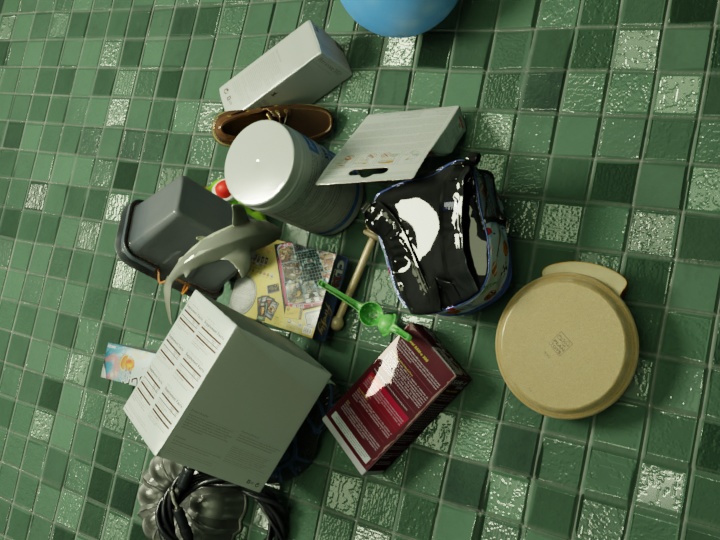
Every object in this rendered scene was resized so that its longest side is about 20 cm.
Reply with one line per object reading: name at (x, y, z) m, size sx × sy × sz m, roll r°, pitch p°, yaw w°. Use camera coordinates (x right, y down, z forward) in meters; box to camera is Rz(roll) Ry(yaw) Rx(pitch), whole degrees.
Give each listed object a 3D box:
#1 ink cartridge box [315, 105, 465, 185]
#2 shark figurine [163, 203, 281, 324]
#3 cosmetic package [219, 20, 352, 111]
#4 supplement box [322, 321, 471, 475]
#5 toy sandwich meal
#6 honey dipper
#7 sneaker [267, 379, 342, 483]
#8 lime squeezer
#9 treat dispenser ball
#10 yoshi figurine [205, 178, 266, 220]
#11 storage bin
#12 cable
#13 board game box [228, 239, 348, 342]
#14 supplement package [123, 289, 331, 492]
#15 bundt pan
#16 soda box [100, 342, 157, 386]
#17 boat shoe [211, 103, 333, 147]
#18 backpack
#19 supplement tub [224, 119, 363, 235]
ink cartridge box at (0.048, -0.167, 1.170) m, size 0.161 × 0.050 × 0.201 m, roll 0°, pitch 40°, yaw 30°
shark figurine at (-0.205, -0.012, 1.177) m, size 0.213 × 0.128 × 0.090 m, roll -31°, pitch 69°, yaw -9°
cosmetic package at (-0.124, -0.312, 1.338) m, size 0.199 × 0.101 × 0.075 m, roll -30°, pitch 67°, yaw 23°
supplement box at (0.050, 0.184, 1.153) m, size 0.200 × 0.061 × 0.109 m, roll -48°, pitch 60°, yaw 14°
toy sandwich meal at (0.269, 0.090, 1.046) m, size 0.204 × 0.070 × 0.207 m, roll -4°, pitch 83°, yaw 29°
honey dipper at (0.000, 0.000, 1.239) m, size 0.038 × 0.038 × 0.201 m, roll 25°, pitch 96°, yaw 32°
sneaker at (-0.100, 0.240, 1.235) m, size 0.201 × 0.075 × 0.077 m, roll -54°, pitch 36°, yaw 10°
lime squeezer at (0.023, 0.064, 1.166) m, size 0.038 × 0.071 × 0.199 m, roll -47°, pitch 46°, yaw -13°
treat dispenser ball at (0.058, -0.450, 1.201) m, size 0.199 × 0.200 × 0.203 m, roll -7°, pitch 76°, yaw 29°
yoshi figurine at (-0.186, -0.138, 1.358) m, size 0.199 × 0.112 × 0.112 m, roll -31°, pitch 24°, yaw 37°
storage bin at (-0.264, -0.048, 1.279) m, size 0.134 × 0.199 × 0.146 m, roll -32°, pitch 42°, yaw 34°
cable at (-0.206, 0.382, 1.215) m, size 0.199 × 0.051 × 0.164 m, roll 34°, pitch 81°, yaw -7°
board game box at (-0.119, 0.023, 1.289) m, size 0.199 × 0.034 × 0.137 m, roll 15°, pitch 87°, yaw 39°
supplement package at (-0.190, 0.172, 1.153) m, size 0.147 × 0.191 × 0.201 m, roll 30°, pitch 88°, yaw 51°
bundt pan at (-0.283, 0.369, 1.303) m, size 0.200 × 0.076 × 0.204 m, roll -7°, pitch 77°, yaw 30°
soda box at (-0.348, 0.172, 1.383) m, size 0.199 × 0.068 × 0.064 m, roll 7°, pitch 83°, yaw 30°
boat shoe at (-0.137, -0.228, 1.293) m, size 0.198 × 0.068 × 0.073 m, roll -6°, pitch 101°, yaw -12°
backpack at (0.118, -0.033, 1.107) m, size 0.199 × 0.153 × 0.192 m, roll -21°, pitch 68°, yaw 37°
supplement tub at (-0.095, -0.135, 1.224) m, size 0.131 × 0.200 × 0.133 m, roll -7°, pitch 76°, yaw 28°
